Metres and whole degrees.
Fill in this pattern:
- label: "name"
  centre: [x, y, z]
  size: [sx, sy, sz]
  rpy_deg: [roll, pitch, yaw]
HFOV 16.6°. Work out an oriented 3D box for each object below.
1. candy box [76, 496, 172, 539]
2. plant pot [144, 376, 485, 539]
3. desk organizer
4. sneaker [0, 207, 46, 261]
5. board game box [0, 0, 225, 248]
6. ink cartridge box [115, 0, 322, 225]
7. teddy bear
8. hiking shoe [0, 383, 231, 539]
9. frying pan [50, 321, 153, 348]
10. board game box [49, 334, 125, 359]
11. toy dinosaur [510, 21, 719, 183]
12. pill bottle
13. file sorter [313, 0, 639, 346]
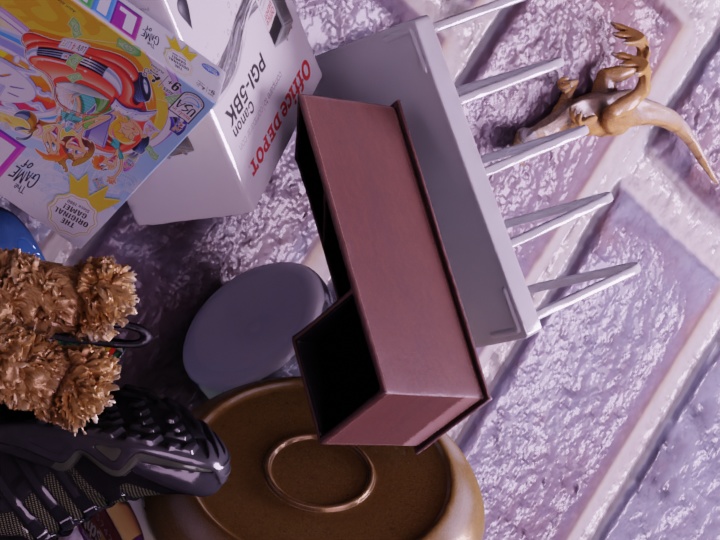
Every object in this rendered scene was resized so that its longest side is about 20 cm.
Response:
- label: "candy box"
  centre: [-0.059, 0.142, 1.467]
  size: [0.199, 0.117, 0.057]
  rpy_deg: [-10, 132, -24]
- label: "plant pot"
  centre: [-0.025, 0.124, 1.430]
  size: [0.200, 0.200, 0.028]
  rpy_deg: [-20, 136, -32]
- label: "desk organizer"
  centre: [0.000, 0.000, 1.434]
  size: [0.077, 0.072, 0.200]
  rpy_deg: [5, 58, -39]
- label: "sneaker"
  centre: [-0.194, 0.058, 1.477]
  size: [0.066, 0.078, 0.201]
  rpy_deg: [-22, 117, -29]
- label: "board game box"
  centre: [-0.193, -0.115, 1.347]
  size: [0.200, 0.034, 0.134]
  rpy_deg: [35, 124, -18]
- label: "ink cartridge box"
  centre: [-0.107, -0.148, 1.428]
  size: [0.147, 0.083, 0.200]
  rpy_deg: [-67, 143, -47]
- label: "teddy bear"
  centre: [-0.219, 0.026, 1.339]
  size: [0.145, 0.200, 0.067]
  rpy_deg: [-64, 170, -9]
- label: "hiking shoe"
  centre: [-0.173, 0.119, 1.394]
  size: [0.199, 0.076, 0.101]
  rpy_deg: [5, 112, 2]
- label: "frying pan"
  centre: [-0.228, 0.040, 1.409]
  size: [0.190, 0.031, 0.115]
  rpy_deg: [30, 96, -4]
- label: "board game box"
  centre: [-0.236, 0.097, 1.436]
  size: [0.105, 0.023, 0.200]
  rpy_deg: [35, 92, -8]
- label: "toy dinosaur"
  centre: [0.183, -0.115, 1.745]
  size: [0.200, 0.060, 0.106]
  rpy_deg: [-4, 132, -32]
- label: "pill bottle"
  centre: [-0.023, 0.095, 1.607]
  size: [0.106, 0.106, 0.200]
  rpy_deg: [-48, 129, -15]
- label: "file sorter"
  centre: [0.068, -0.064, 1.556]
  size: [0.124, 0.139, 0.201]
  rpy_deg: [-24, 96, -37]
